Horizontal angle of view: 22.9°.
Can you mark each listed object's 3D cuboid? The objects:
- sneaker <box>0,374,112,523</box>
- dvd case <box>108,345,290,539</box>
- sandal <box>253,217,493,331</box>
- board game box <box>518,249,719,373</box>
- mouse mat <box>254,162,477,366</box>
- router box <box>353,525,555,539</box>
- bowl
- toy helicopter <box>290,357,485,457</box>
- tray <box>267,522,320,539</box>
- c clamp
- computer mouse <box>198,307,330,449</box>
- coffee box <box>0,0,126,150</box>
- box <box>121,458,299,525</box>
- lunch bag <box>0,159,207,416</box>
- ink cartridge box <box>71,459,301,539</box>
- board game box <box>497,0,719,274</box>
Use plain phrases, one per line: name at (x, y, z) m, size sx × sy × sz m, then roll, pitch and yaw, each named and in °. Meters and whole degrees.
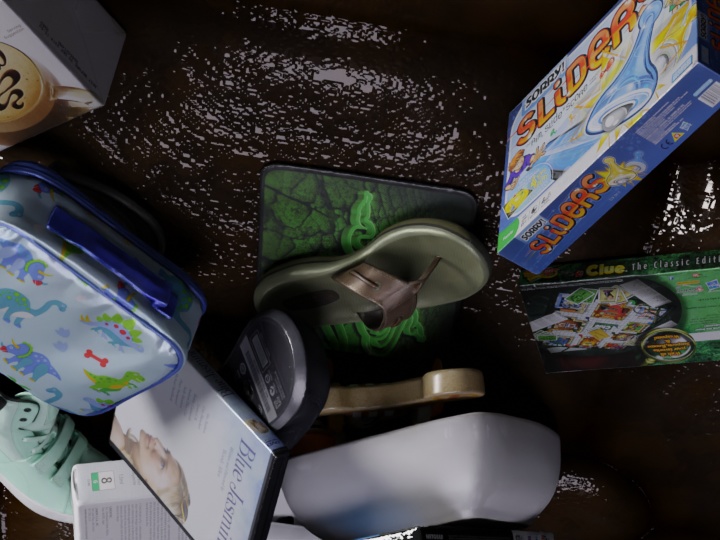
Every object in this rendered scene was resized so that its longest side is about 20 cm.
sneaker at (-0.259, 0.142, 1.495) m, size 0.200 × 0.074 × 0.118 m, roll 34°, pitch 139°, yaw -20°
dvd case at (-0.130, 0.137, 1.385) m, size 0.018 × 0.200 × 0.143 m, roll -12°, pitch 131°, yaw -38°
sandal at (0.009, 0.019, 1.319) m, size 0.201 × 0.057 × 0.080 m, roll -18°, pitch 128°, yaw 29°
board game box at (0.226, 0.030, 1.327) m, size 0.200 × 0.023 × 0.105 m, roll -5°, pitch 133°, yaw 17°
mouse mat at (0.000, 0.000, 1.350) m, size 0.161 × 0.008 × 0.200 m, roll 8°, pitch 138°, yaw 2°
router box at (0.043, 0.236, 1.386) m, size 0.149 × 0.051 × 0.200 m, roll -17°, pitch 162°, yaw 32°
bowl at (0.053, 0.176, 1.414) m, size 0.199 × 0.075 × 0.200 m, roll -15°, pitch 164°, yaw 22°
toy helicopter at (0.030, 0.102, 1.388) m, size 0.132 × 0.079 × 0.200 m, roll 8°, pitch 165°, yaw -37°
tray at (-0.034, 0.264, 1.541) m, size 0.200 × 0.022 × 0.107 m, roll 10°, pitch 136°, yaw -18°
c clamp at (-0.255, -0.028, 1.353) m, size 0.200 × 0.027 × 0.171 m, roll -20°, pitch 129°, yaw 29°
computer mouse at (-0.074, 0.093, 1.369) m, size 0.053 × 0.139 × 0.200 m, roll -4°, pitch 155°, yaw -34°
coffee box at (-0.275, -0.139, 1.200) m, size 0.200 × 0.080 × 0.113 m, roll -19°, pitch 131°, yaw 28°
box at (-0.089, 0.204, 1.554) m, size 0.159 × 0.046 × 0.200 m, roll -19°, pitch 130°, yaw 27°
lunch bag at (-0.224, 0.016, 1.315) m, size 0.200 × 0.083 × 0.161 m, roll 37°, pitch 136°, yaw -24°
ink cartridge box at (-0.144, 0.219, 1.525) m, size 0.200 × 0.050 × 0.161 m, roll -6°, pitch 139°, yaw -12°
board game box at (0.159, -0.105, 1.114) m, size 0.034 × 0.135 × 0.200 m, roll 27°, pitch 134°, yaw -18°
